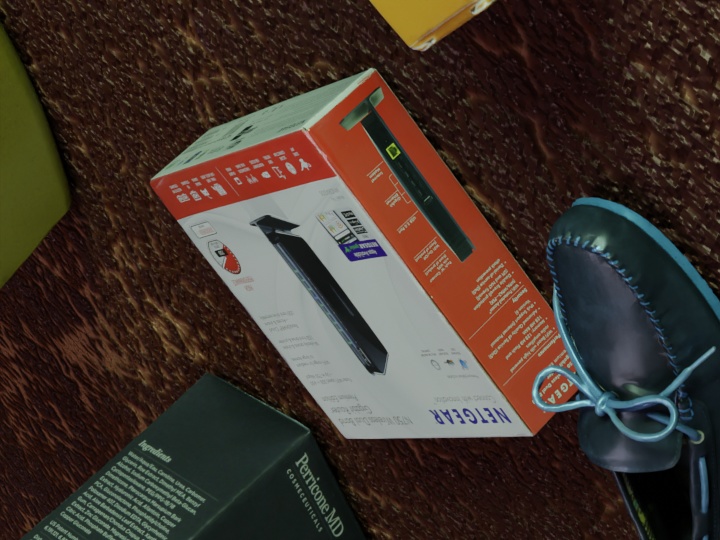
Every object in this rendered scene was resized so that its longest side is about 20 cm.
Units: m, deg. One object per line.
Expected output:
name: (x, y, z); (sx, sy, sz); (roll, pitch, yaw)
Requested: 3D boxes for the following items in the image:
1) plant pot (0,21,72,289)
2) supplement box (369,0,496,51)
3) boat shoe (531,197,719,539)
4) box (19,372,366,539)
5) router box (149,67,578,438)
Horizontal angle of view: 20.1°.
plant pot: (-0.301, -0.066, 1.265); (0.200, 0.200, 0.176); (23, 159, 44)
supplement box: (-0.011, -0.178, 0.716); (0.200, 0.069, 0.067); (52, 158, -6)
boat shoe: (0.127, 0.063, 0.853); (0.084, 0.069, 0.200); (10, 137, 55)
box: (-0.100, 0.213, 1.322); (0.117, 0.200, 0.197); (23, 148, 45)
router box: (0.000, 0.000, 1.000); (0.180, 0.049, 0.200); (53, 156, -12)
